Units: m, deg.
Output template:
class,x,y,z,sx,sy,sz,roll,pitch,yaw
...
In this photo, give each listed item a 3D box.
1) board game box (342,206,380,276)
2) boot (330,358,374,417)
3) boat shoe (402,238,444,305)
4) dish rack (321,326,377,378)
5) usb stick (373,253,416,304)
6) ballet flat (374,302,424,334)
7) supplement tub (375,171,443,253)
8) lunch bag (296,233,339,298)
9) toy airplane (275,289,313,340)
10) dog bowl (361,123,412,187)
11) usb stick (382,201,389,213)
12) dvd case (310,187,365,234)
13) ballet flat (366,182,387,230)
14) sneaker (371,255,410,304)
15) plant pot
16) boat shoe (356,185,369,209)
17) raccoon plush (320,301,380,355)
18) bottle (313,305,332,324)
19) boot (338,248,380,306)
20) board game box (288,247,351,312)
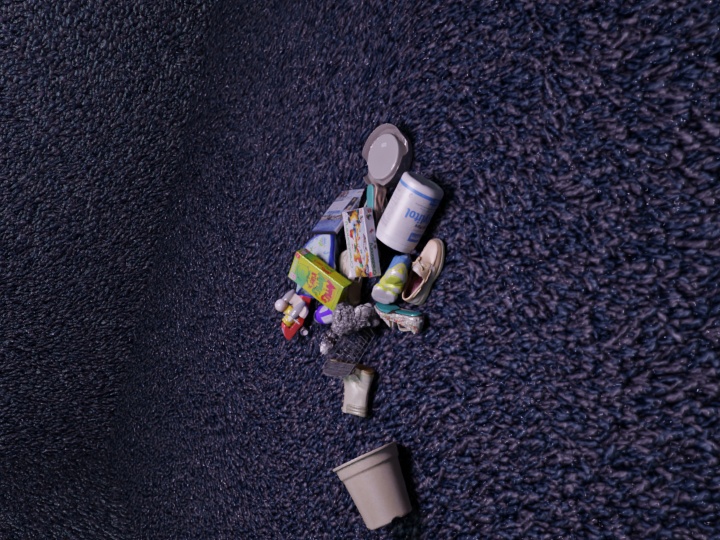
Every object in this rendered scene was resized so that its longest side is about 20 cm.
class,x,y,z,sx,sy,sz,roll,pitch,yaw
board game box,0.002,-0.082,1.624,0.126,0.034,0.202,-3,96,60
boot,-0.038,0.368,1.736,0.199,0.072,0.156,10,93,50
boat shoe,0.175,0.004,1.541,0.074,0.069,0.202,33,109,48
dish rack,-0.043,0.242,1.706,0.153,0.055,0.201,-4,44,49
usb stick,0.102,0.027,1.655,0.200,0.032,0.056,-49,50,34
ballet flat,0.108,0.141,1.601,0.199,0.075,0.065,15,111,54
supplement tub,0.140,-0.167,1.568,0.132,0.131,0.201,47,120,43
lunch bag,-0.132,-0.019,1.847,0.200,0.126,0.172,131,144,-54
toy airplane,-0.234,0.124,1.959,0.200,0.140,0.201,-49,33,48
dog bowl,0.085,-0.356,1.726,0.199,0.058,0.202,-12,74,48
usb stick,0.073,-0.176,1.715,0.199,0.032,0.056,-30,59,44
dvd case,-0.071,-0.198,1.832,0.142,0.018,0.201,4,53,52
ballet flat,0.050,-0.162,1.652,0.068,0.067,0.202,27,112,56
sneaker,0.099,0.023,1.596,0.106,0.075,0.200,-62,6,-31
plant pot,0.048,0.601,1.515,0.200,0.199,0.185,-39,67,39
boat shoe,0.005,-0.166,1.708,0.073,0.063,0.203,21,88,56
raccoon plush,-0.024,0.185,1.657,0.133,0.096,0.202,20,88,45
bottle,-0.099,0.141,1.837,0.066,0.083,0.200,55,149,-6
boot,0.000,0.000,1.740,0.154,0.072,0.202,-34,51,42
board game box,-0.130,0.029,1.720,0.199,0.047,0.102,36,124,20
